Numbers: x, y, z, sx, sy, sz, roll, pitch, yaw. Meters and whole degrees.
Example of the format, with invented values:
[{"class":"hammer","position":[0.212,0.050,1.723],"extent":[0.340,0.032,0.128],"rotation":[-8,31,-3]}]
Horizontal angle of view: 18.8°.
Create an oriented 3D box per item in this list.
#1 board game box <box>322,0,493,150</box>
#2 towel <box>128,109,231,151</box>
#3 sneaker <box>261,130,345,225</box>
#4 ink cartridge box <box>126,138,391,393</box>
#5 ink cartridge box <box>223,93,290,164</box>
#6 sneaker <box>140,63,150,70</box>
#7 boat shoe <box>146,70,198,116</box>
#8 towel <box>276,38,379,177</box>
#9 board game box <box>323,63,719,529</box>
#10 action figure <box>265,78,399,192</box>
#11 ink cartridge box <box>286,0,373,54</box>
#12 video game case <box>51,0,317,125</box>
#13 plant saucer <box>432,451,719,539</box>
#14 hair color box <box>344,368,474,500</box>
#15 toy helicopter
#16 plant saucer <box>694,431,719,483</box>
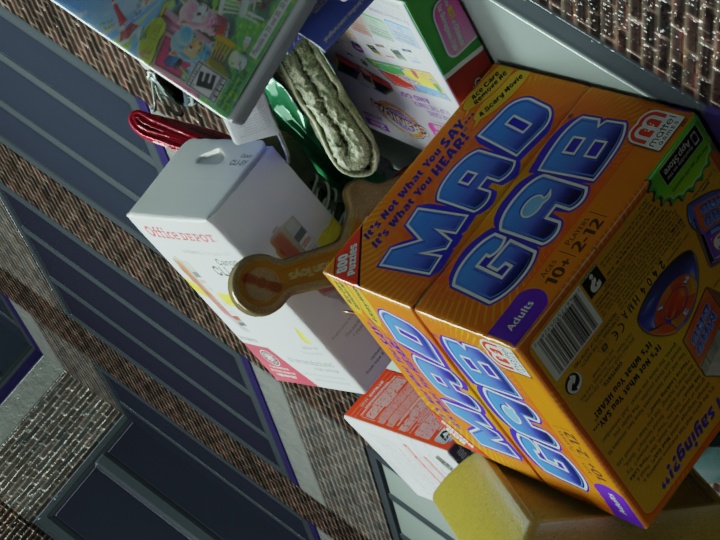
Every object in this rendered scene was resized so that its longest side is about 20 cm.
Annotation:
[{"class":"board game box","position":[0.028,-0.159,1.567],"extent":[0.153,0.040,0.200],"rotation":[27,159,40]},{"class":"towel","position":[-0.105,-0.098,1.888],"extent":[0.144,0.023,0.200],"rotation":[24,-175,17]},{"class":"sneaker","position":[-0.021,-0.044,1.788],"extent":[0.089,0.067,0.201],"rotation":[11,150,27]},{"class":"ink cartridge box","position":[-0.069,-0.003,1.706],"extent":[0.200,0.084,0.145],"rotation":[49,158,-25]},{"class":"ink cartridge box","position":[-0.116,-0.196,1.575],"extent":[0.200,0.040,0.201],"rotation":[70,177,-61]},{"class":"sneaker","position":[-0.165,-0.228,1.708],"extent":[0.085,0.074,0.200],"rotation":[55,-176,-22]},{"class":"boat shoe","position":[-0.147,-0.168,1.831],"extent":[0.200,0.061,0.075],"rotation":[-150,47,-70]},{"class":"towel","position":[-0.052,-0.164,1.608],"extent":[0.201,0.036,0.148],"rotation":[57,-178,-16]},{"class":"board game box","position":[0.141,0.013,1.479],"extent":[0.199,0.200,0.200],"rotation":[20,155,49]},{"class":"action figure","position":[-0.016,-0.096,1.813],"extent":[0.199,0.055,0.118],"rotation":[37,162,12]},{"class":"ink cartridge box","position":[-0.064,-0.225,1.453],"extent":[0.199,0.119,0.042],"rotation":[33,156,20]},{"class":"video game case","position":[-0.098,-0.225,1.405],"extent":[0.182,0.201,0.022],"rotation":[34,-171,19]},{"class":"plant saucer","position":[0.167,0.166,1.537],"extent":[0.200,0.198,0.049],"rotation":[-126,33,-69]},{"class":"hair color box","position":[0.079,0.151,1.838],"extent":[0.111,0.064,0.200],"rotation":[48,166,-22]},{"class":"toy helicopter","position":[0.000,0.000,1.618],"extent":[0.079,0.198,0.133],"rotation":[177,78,-79]},{"class":"plant saucer","position":[0.220,0.141,1.740],"extent":[0.198,0.036,0.200],"rotation":[7,-178,0]}]
